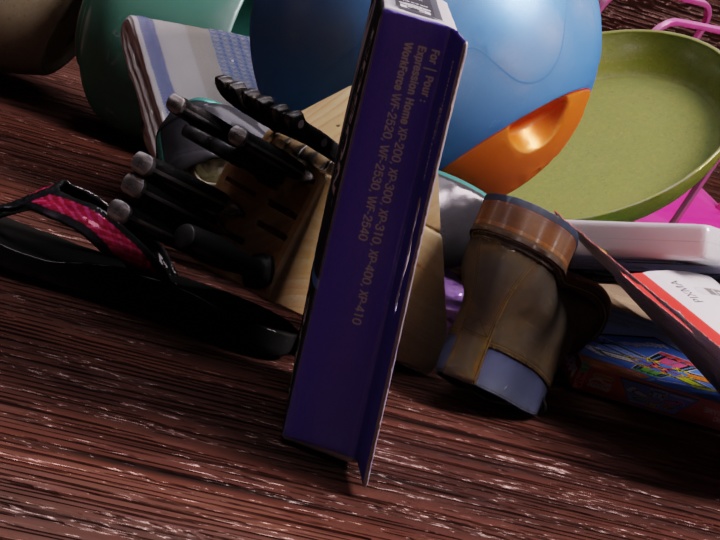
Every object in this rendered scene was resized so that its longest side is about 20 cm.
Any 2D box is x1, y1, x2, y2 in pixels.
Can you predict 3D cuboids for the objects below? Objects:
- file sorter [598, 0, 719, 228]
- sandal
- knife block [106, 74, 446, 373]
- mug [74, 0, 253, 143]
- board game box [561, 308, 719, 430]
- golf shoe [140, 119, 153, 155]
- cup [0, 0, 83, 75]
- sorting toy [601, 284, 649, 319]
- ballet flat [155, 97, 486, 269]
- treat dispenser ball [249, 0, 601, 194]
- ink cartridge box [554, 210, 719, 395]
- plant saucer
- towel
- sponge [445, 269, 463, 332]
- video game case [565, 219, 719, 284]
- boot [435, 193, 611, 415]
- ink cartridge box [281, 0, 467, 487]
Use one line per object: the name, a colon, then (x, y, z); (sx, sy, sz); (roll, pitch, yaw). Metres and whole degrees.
file sorter: (0.230, -0.082, 1.920); (0.139, 0.126, 0.200); (4, 36, -50)
sandal: (-0.122, -0.011, 1.441); (0.199, 0.045, 0.075); (19, 11, -3)
knife block: (-0.041, -0.008, 1.444); (0.175, 0.201, 0.064); (-31, 43, -32)
mug: (-0.122, -0.143, 1.937); (0.114, 0.186, 0.152); (19, 34, 13)
board game box: (0.203, 0.065, 1.690); (0.199, 0.020, 0.103); (17, 19, -17)
golf shoe: (-0.040, -0.065, 1.813); (0.199, 0.073, 0.092); (23, -14, -14)
cup: (-0.241, -0.214, 1.972); (0.143, 0.201, 0.200); (36, 12, 7)
sorting toy: (0.211, 0.042, 1.851); (0.184, 0.037, 0.200); (15, 15, -23)
ballet flat: (-0.019, -0.032, 1.571); (0.199, 0.073, 0.073); (20, 10, -4)
treat dispenser ball: (0.037, -0.132, 1.651); (0.200, 0.202, 0.201); (19, 10, -3)
ink cartridge box: (0.205, 0.041, 1.524); (0.200, 0.050, 0.161); (46, -3, -42)
plant saucer: (0.144, -0.081, 1.812); (0.199, 0.031, 0.200); (-12, 35, 9)
towel: (-0.043, -0.085, 1.731); (0.199, 0.024, 0.147); (10, 40, -29)
sponge: (0.000, 0.000, 1.667); (0.111, 0.030, 0.200); (16, 11, -16)
video game case: (0.153, -0.010, 1.696); (0.199, 0.023, 0.182); (2, -6, 33)
boot: (0.079, 0.034, 1.539); (0.074, 0.097, 0.200); (20, -12, 19)
ink cartridge box: (0.005, -0.023, 1.305); (0.043, 0.199, 0.200); (12, 9, -3)
